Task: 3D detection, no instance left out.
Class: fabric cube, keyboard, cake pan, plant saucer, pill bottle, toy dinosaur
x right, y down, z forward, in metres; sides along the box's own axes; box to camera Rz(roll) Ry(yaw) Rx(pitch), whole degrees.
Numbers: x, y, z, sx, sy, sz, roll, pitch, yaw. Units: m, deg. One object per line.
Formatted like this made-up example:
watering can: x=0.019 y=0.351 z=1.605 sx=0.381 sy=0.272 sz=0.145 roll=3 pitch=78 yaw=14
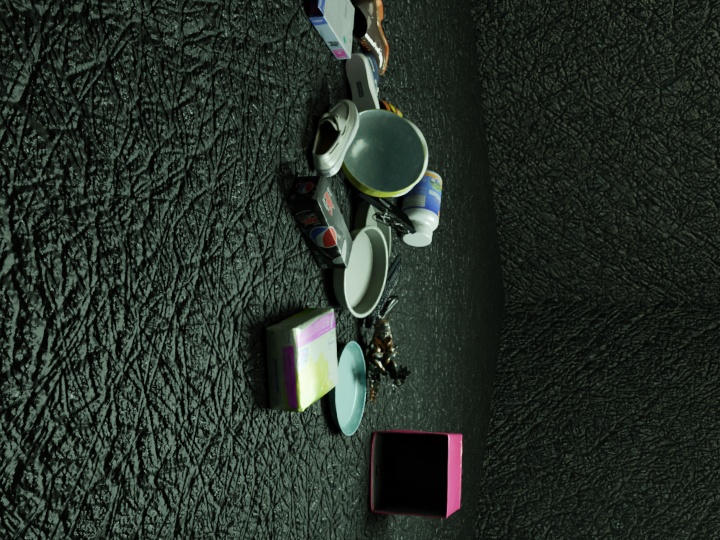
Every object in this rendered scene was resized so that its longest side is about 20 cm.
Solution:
fabric cube: x=0.146 y=0.509 z=1.812 sx=0.199 sy=0.197 sz=0.199 roll=32 pitch=59 yaw=-70
keyboard: x=0.068 y=0.060 z=1.744 sx=0.105 sy=0.039 sz=0.201 roll=90 pitch=25 yaw=-47
cake pan: x=0.000 y=0.000 z=1.560 sx=0.200 sy=0.036 sz=0.203 roll=-27 pitch=121 yaw=-57
cake pan: x=0.030 y=-0.084 z=1.727 sx=0.200 sy=0.036 sz=0.203 roll=-1 pitch=90 yaw=-71
plant saucer: x=-0.030 y=0.257 z=1.559 sx=0.200 sy=0.027 sz=0.203 roll=-1 pitch=90 yaw=-71
pill bottle: x=0.172 y=-0.176 z=2.037 sx=0.112 sy=0.111 sz=0.202 roll=55 pitch=38 yaw=-59
keyboard: x=0.048 y=-0.139 z=1.661 sx=0.199 sy=0.040 sz=0.105 roll=32 pitch=23 yaw=-34
toy dinosaur: x=0.052 y=0.222 z=1.694 sx=0.136 sy=0.101 sz=0.202 roll=-126 pitch=-159 yaw=-59

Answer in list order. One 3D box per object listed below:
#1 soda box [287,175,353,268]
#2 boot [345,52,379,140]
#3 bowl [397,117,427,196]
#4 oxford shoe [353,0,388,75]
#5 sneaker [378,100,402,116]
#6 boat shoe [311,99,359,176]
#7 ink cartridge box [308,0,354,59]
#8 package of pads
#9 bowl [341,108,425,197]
soda box: x=-0.074 y=-0.090 z=1.385 sx=0.201 sy=0.062 sz=0.071 roll=67 pitch=29 yaw=-48
boot: x=0.020 y=-0.403 z=1.652 sx=0.090 sy=0.072 sz=0.203 roll=-37 pitch=124 yaw=-60
bowl: x=0.096 y=-0.283 z=1.708 sx=0.199 sy=0.090 sz=0.204 roll=2 pitch=87 yaw=-37
oxford shoe: x=0.016 y=-0.552 z=1.689 sx=0.072 sy=0.071 sz=0.202 roll=-39 pitch=136 yaw=-30
sneaker: x=0.049 y=-0.326 z=1.773 sx=0.090 sy=0.069 sz=0.203 roll=25 pitch=67 yaw=-48
boat shoe: x=-0.055 y=-0.286 z=1.444 sx=0.070 sy=0.070 sz=0.202 roll=69 pitch=34 yaw=-52
ink cartridge box: x=-0.062 y=-0.538 z=1.467 sx=0.200 sy=0.041 sz=0.121 roll=38 pitch=54 yaw=-70
package of pads: x=-0.101 y=0.160 z=1.290 sx=0.200 sy=0.067 sz=0.157 roll=-23 pitch=111 yaw=-69
bowl: x=0.036 y=-0.245 z=1.589 sx=0.108 sy=0.198 sz=0.203 roll=131 pitch=-32 yaw=-66
